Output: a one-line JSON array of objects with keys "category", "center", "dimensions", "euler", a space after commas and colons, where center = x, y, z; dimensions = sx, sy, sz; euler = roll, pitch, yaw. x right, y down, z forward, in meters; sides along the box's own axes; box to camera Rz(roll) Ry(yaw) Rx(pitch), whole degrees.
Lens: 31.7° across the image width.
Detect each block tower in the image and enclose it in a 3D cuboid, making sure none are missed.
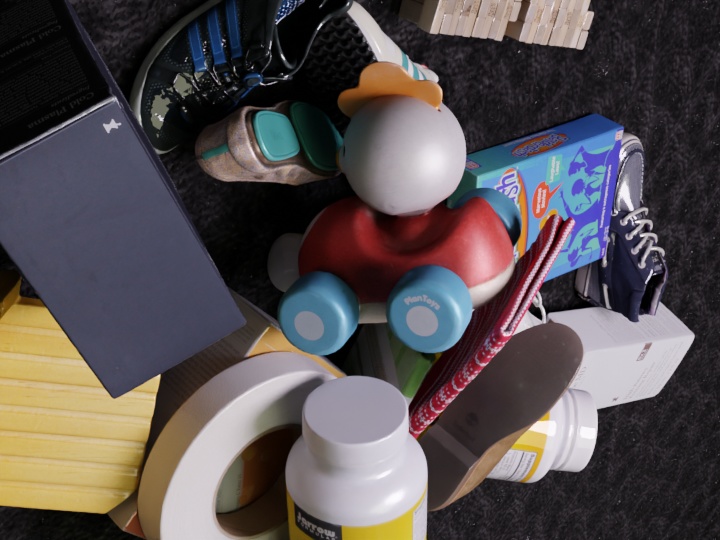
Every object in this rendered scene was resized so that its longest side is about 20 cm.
[{"category": "block tower", "center": [0.120, -0.232, 1.103], "dimensions": [0.199, 0.058, 0.054], "euler": [-4, 117, -43]}]

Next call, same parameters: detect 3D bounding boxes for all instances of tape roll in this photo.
[{"category": "tape roll", "center": [-0.084, 0.162, 1.022], "dimensions": [0.202, 0.037, 0.204], "euler": [-23, 129, -32]}]

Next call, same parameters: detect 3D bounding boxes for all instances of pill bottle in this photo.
[{"category": "pill bottle", "center": [0.113, 0.136, 1.177], "dimensions": [0.199, 0.109, 0.110], "euler": [9, 111, -12]}, {"category": "pill bottle", "center": [-0.003, 0.187, 1.003], "dimensions": [0.112, 0.112, 0.201], "euler": [-25, 130, -30]}]

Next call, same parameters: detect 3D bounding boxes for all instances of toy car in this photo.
[{"category": "toy car", "center": [0.021, -0.065, 0.979], "dimensions": [0.184, 0.176, 0.201], "euler": [-49, 131, -56]}]

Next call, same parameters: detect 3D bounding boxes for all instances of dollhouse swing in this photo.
[{"category": "dollhouse swing", "center": [-0.245, 0.122, 0.883], "dimensions": [0.175, 0.182, 0.201], "euler": [14, 110, -4]}]

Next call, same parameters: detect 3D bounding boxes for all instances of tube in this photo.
[{"category": "tube", "center": [0.000, 0.000, 1.144], "dimensions": [0.199, 0.058, 0.052], "euler": [5, 69, -49]}]

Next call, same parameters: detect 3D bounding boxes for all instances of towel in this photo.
[{"category": "towel", "center": [0.099, 0.050, 1.039], "dimensions": [0.145, 0.022, 0.200], "euler": [-56, 180, -37]}, {"category": "towel", "center": [0.014, 0.111, 1.121], "dimensions": [0.031, 0.150, 0.201], "euler": [15, 122, -19]}]

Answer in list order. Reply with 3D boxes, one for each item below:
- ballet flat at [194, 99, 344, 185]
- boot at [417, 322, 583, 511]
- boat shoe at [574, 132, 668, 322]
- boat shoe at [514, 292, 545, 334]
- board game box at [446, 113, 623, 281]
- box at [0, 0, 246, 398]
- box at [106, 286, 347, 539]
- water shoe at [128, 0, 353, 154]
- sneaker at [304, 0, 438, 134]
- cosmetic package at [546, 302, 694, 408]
[{"category": "ballet flat", "center": [-0.072, -0.097, 0.991], "dimensions": [0.067, 0.068, 0.200], "euler": [-20, 174, 19]}, {"category": "boot", "center": [0.116, 0.124, 1.083], "dimensions": [0.200, 0.074, 0.075], "euler": [-47, 155, 8]}, {"category": "boat shoe", "center": [0.292, -0.041, 1.350], "dimensions": [0.074, 0.093, 0.201], "euler": [-20, 127, -33]}, {"category": "boat shoe", "center": [0.131, 0.027, 1.200], "dimensions": [0.201, 0.075, 0.086], "euler": [21, 104, -27]}, {"category": "board game box", "center": [0.171, -0.059, 1.263], "dimensions": [0.199, 0.045, 0.153], "euler": [-20, 127, -31]}, {"category": "box", "center": [-0.181, -0.056, 0.820], "dimensions": [0.104, 0.182, 0.201], "euler": [-30, 132, -5]}, {"category": "box", "center": [-0.126, 0.126, 1.061], "dimensions": [0.200, 0.097, 0.124], "euler": [-54, 139, -2]}, {"category": "water shoe", "center": [-0.090, -0.162, 0.932], "dimensions": [0.200, 0.079, 0.072], "euler": [-50, 137, -7]}, {"category": "sneaker", "center": [0.020, -0.155, 1.059], "dimensions": [0.200, 0.070, 0.094], "euler": [58, 39, -34]}, {"category": "cosmetic package", "center": [0.273, 0.097, 1.420], "dimensions": [0.199, 0.074, 0.102], "euler": [-8, 133, -41]}]
